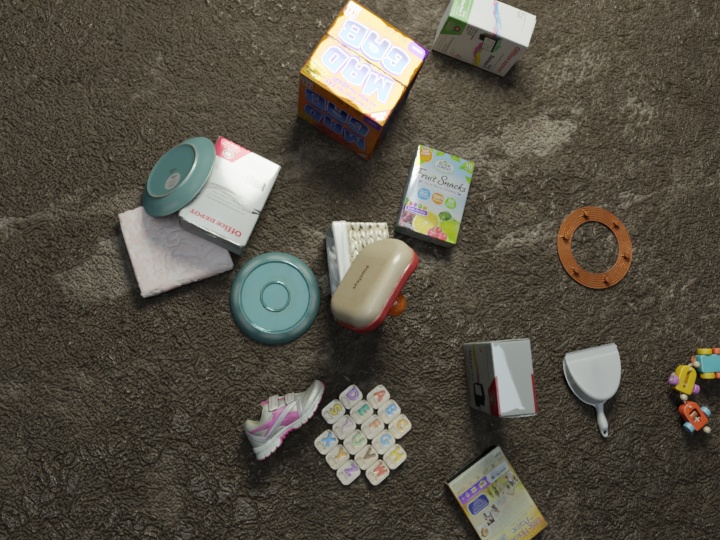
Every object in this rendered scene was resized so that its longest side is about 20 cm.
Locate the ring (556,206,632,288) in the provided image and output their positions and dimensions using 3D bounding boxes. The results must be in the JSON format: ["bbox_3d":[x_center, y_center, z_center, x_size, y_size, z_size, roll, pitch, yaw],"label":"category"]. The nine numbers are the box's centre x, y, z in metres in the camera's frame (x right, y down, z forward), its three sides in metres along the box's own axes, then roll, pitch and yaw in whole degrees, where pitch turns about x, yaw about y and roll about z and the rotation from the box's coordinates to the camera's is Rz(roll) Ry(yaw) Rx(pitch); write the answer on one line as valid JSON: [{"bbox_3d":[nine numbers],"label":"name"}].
[{"bbox_3d":[0.572,-0.058,1.314,0.197,0.019,0.204,1,82,-9],"label":"ring"}]

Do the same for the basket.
[{"bbox_3d":[0.000,0.000,1.158,0.122,0.136,0.203,-6,83,-12],"label":"basket"}]

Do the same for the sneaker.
[{"bbox_3d":[-0.159,0.291,1.117,0.200,0.081,0.088,-41,91,-13],"label":"sneaker"}]

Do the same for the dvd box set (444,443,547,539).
[{"bbox_3d":[0.295,0.507,1.179,0.145,0.029,0.201,-32,87,-12],"label":"dvd box set"}]

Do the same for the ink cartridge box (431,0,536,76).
[{"bbox_3d":[0.289,-0.560,1.281,0.198,0.145,0.085,18,80,-6],"label":"ink cartridge box"}]

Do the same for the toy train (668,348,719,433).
[{"bbox_3d":[0.804,0.277,1.283,0.200,0.056,0.151,-42,91,-9],"label":"toy train"}]

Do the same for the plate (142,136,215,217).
[{"bbox_3d":[-0.384,-0.202,1.120,0.198,0.026,0.202,-16,55,23],"label":"plate"}]

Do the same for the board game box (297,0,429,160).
[{"bbox_3d":[-0.002,-0.407,1.185,0.198,0.200,0.201,32,78,-2],"label":"board game box"}]

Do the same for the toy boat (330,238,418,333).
[{"bbox_3d":[0.043,0.041,1.050,0.131,0.130,0.201,43,72,-37],"label":"toy boat"}]

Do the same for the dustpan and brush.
[{"bbox_3d":[0.547,0.282,1.247,0.138,0.057,0.203,-10,76,-9],"label":"dustpan and brush"}]

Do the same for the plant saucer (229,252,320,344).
[{"bbox_3d":[-0.185,0.058,1.176,0.197,0.027,0.203,1,82,-9],"label":"plant saucer"}]

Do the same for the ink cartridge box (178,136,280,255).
[{"bbox_3d":[-0.276,-0.155,1.145,0.144,0.083,0.202,25,71,-12],"label":"ink cartridge box"}]

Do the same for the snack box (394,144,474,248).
[{"bbox_3d":[0.171,-0.170,1.251,0.140,0.053,0.203,17,79,-7],"label":"snack box"}]

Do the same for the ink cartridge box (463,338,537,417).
[{"bbox_3d":[0.286,0.222,1.136,0.082,0.200,0.148,-4,81,-6],"label":"ink cartridge box"}]

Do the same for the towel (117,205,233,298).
[{"bbox_3d":[-0.395,-0.061,1.159,0.198,0.032,0.193,-19,84,-12],"label":"towel"}]

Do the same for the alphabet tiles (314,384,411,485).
[{"bbox_3d":[0.007,0.353,1.167,0.195,0.015,0.201,-37,88,-12],"label":"alphabet tiles"}]
